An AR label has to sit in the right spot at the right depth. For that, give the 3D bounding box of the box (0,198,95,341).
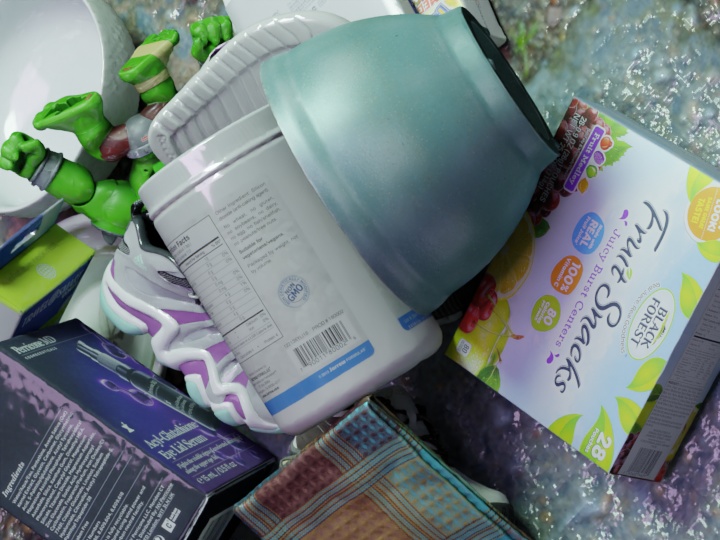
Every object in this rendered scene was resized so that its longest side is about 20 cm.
[{"bbox_3d":[-0.273,0.052,1.814,0.048,0.122,0.200,33,122,5],"label":"box"}]

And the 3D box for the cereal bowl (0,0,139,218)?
[{"bbox_3d":[-0.251,-0.137,1.948,0.200,0.083,0.200,-9,76,38],"label":"cereal bowl"}]

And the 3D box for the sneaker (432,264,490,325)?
[{"bbox_3d":[0.000,0.000,1.702,0.200,0.090,0.067,7,87,41],"label":"sneaker"}]

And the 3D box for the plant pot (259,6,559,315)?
[{"bbox_3d":[0.046,-0.089,1.563,0.134,0.200,0.200,-32,61,11],"label":"plant pot"}]

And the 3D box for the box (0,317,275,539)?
[{"bbox_3d":[-0.188,0.137,1.753,0.200,0.148,0.104,34,105,10],"label":"box"}]

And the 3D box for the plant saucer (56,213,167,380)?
[{"bbox_3d":[-0.210,0.056,1.897,0.200,0.050,0.200,-10,75,39],"label":"plant saucer"}]

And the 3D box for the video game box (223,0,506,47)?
[{"bbox_3d":[-0.004,-0.193,1.774,0.200,0.047,0.182,-36,63,30],"label":"video game box"}]

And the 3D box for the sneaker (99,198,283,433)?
[{"bbox_3d":[-0.103,0.023,1.737,0.200,0.078,0.140,34,136,14],"label":"sneaker"}]

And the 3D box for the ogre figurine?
[{"bbox_3d":[-0.166,-0.100,1.824,0.200,0.120,0.098,-38,23,-16],"label":"ogre figurine"}]

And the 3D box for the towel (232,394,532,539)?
[{"bbox_3d":[0.030,0.190,1.598,0.200,0.022,0.147,43,118,-11],"label":"towel"}]

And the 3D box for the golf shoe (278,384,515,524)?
[{"bbox_3d":[0.028,0.129,1.663,0.200,0.078,0.095,13,87,38],"label":"golf shoe"}]

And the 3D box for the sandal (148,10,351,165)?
[{"bbox_3d":[-0.077,-0.139,1.727,0.203,0.082,0.050,-27,26,32],"label":"sandal"}]

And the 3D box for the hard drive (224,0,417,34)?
[{"bbox_3d":[-0.013,-0.155,1.728,0.132,0.025,0.200,-42,60,28],"label":"hard drive"}]

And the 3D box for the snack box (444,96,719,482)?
[{"bbox_3d":[0.170,0.011,1.570,0.169,0.068,0.200,37,106,40],"label":"snack box"}]

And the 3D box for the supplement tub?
[{"bbox_3d":[-0.046,-0.002,1.613,0.132,0.132,0.200,-32,88,32],"label":"supplement tub"}]
